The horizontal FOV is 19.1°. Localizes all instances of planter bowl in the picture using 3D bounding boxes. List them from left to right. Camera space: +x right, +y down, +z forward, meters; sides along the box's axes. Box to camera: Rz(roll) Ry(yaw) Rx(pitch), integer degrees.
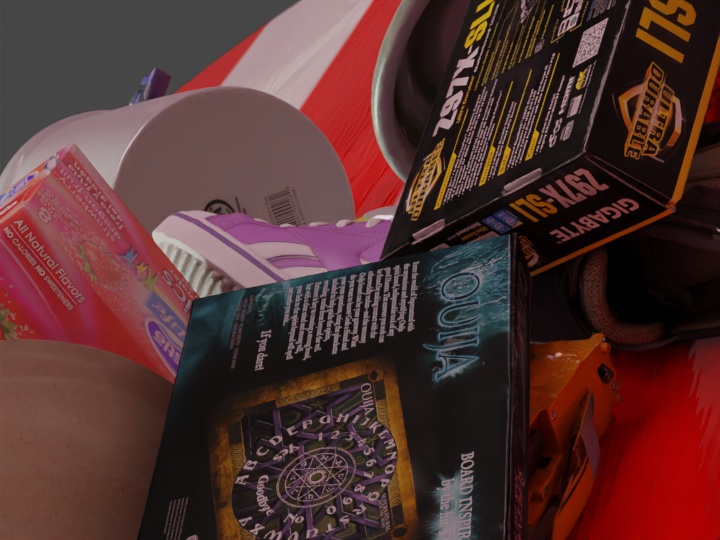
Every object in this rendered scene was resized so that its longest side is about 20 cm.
[{"bbox_3d":[-0.134,0.146,0.834,0.200,0.200,0.135,-36,42,12],"label":"planter bowl"}]

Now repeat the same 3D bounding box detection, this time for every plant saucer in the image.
[{"bbox_3d":[0.084,-0.124,1.066,0.200,0.200,0.050,-39,52,0],"label":"plant saucer"}]

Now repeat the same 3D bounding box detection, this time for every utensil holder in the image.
[{"bbox_3d":[-0.118,-0.023,1.301,0.170,0.170,0.200,-45,17,-22],"label":"utensil holder"}]

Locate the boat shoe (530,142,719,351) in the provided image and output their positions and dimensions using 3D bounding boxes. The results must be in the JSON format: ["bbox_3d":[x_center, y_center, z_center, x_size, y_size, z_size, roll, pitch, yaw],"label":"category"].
[{"bbox_3d":[0.109,0.000,0.856,0.200,0.072,0.065,-16,26,51],"label":"boat shoe"}]

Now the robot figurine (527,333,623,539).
[{"bbox_3d":[0.014,0.095,0.784,0.145,0.058,0.200,3,38,35],"label":"robot figurine"}]

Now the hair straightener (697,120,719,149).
[{"bbox_3d":[0.118,-0.044,0.962,0.041,0.077,0.200,-5,19,-39],"label":"hair straightener"}]

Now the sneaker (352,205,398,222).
[{"bbox_3d":[-0.025,0.050,1.074,0.200,0.076,0.105,-34,31,29],"label":"sneaker"}]

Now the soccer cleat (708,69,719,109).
[{"bbox_3d":[0.138,-0.074,1.051,0.200,0.068,0.073,-37,36,-1],"label":"soccer cleat"}]

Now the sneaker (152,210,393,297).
[{"bbox_3d":[0.000,0.001,1.014,0.200,0.073,0.114,26,60,34],"label":"sneaker"}]

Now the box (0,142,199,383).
[{"bbox_3d":[-0.114,0.057,0.975,0.103,0.200,0.095,-34,13,16],"label":"box"}]

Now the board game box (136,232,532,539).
[{"bbox_3d":[-0.006,0.063,0.759,0.135,0.028,0.200,-11,32,13],"label":"board game box"}]

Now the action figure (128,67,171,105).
[{"bbox_3d":[-0.168,-0.046,1.638,0.193,0.105,0.200,2,68,62],"label":"action figure"}]

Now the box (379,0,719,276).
[{"bbox_3d":[0.091,-0.097,0.872,0.160,0.049,0.200,-31,35,59],"label":"box"}]
